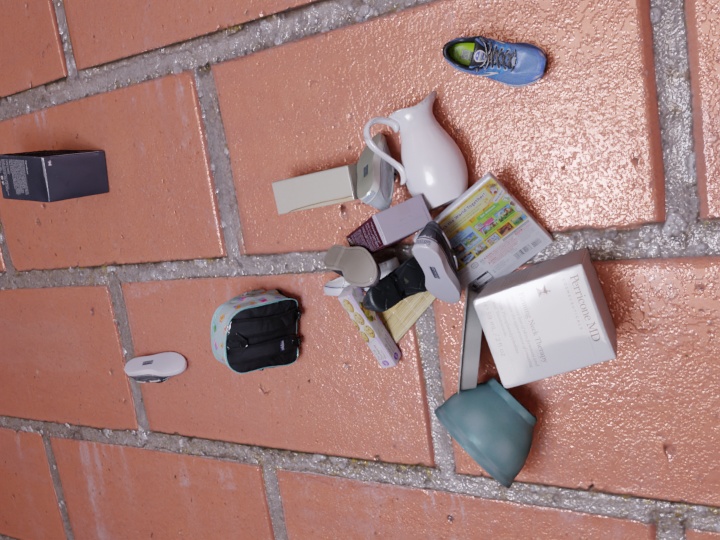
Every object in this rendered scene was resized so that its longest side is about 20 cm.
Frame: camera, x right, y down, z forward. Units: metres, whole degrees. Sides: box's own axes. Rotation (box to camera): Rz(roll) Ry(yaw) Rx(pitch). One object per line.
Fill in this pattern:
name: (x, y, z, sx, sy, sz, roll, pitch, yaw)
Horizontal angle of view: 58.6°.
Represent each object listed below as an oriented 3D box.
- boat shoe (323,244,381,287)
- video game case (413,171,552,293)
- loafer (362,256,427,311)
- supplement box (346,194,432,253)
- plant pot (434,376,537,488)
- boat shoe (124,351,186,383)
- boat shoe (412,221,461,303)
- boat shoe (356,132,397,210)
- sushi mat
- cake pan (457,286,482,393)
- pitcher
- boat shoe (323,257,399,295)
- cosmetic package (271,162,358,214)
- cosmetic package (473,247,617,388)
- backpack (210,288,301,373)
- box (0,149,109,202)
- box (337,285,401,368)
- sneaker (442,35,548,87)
boat shoe: (-0.004, -0.004, 1.264, 0.074, 0.062, 0.199, -61, 31, -3)
video game case: (0.230, -0.060, 1.215, 0.181, 0.023, 0.199, 41, 122, -16)
loafer: (0.086, 0.022, 1.282, 0.074, 0.197, 0.072, 67, 156, 0)
supplement box: (0.052, -0.079, 1.249, 0.062, 0.107, 0.200, 65, 161, 2)
plant pot: (0.259, 0.297, 1.250, 0.200, 0.200, 0.135, 43, 92, 14)
boat shoe: (-0.559, 0.279, 1.778, 0.195, 0.073, 0.069, -9, 133, 18)
boat shoe: (0.151, -0.013, 1.199, 0.070, 0.069, 0.201, 9, 150, 32)
boat shoe: (0.037, -0.191, 1.267, 0.071, 0.204, 0.070, 34, 129, -26)
sushi mat: (0.095, 0.065, 1.374, 0.096, 0.012, 0.201, 46, 119, 15)
cake pan: (0.211, 0.134, 1.225, 0.036, 0.200, 0.206, 5, 106, 10)
pitcher: (0.107, -0.213, 1.214, 0.168, 0.121, 0.204, -22, 89, -13)
boat shoe: (-0.002, 0.001, 1.375, 0.198, 0.074, 0.088, -9, 96, 36)
cosmetic package: (-0.078, -0.176, 1.362, 0.196, 0.103, 0.075, -8, 99, 32)
cosmetic package: (0.332, 0.081, 1.141, 0.196, 0.166, 0.171, -21, 92, 25)
backpack: (-0.252, 0.139, 1.485, 0.151, 0.197, 0.181, 21, 115, 41)
box: (-0.820, -0.257, 1.716, 0.195, 0.196, 0.121, 6, 106, 28)
box: (0.021, 0.120, 1.369, 0.041, 0.039, 0.202, -14, 117, 35)
sneaker: (0.233, -0.372, 1.140, 0.196, 0.089, 0.081, 16, 111, 25)
